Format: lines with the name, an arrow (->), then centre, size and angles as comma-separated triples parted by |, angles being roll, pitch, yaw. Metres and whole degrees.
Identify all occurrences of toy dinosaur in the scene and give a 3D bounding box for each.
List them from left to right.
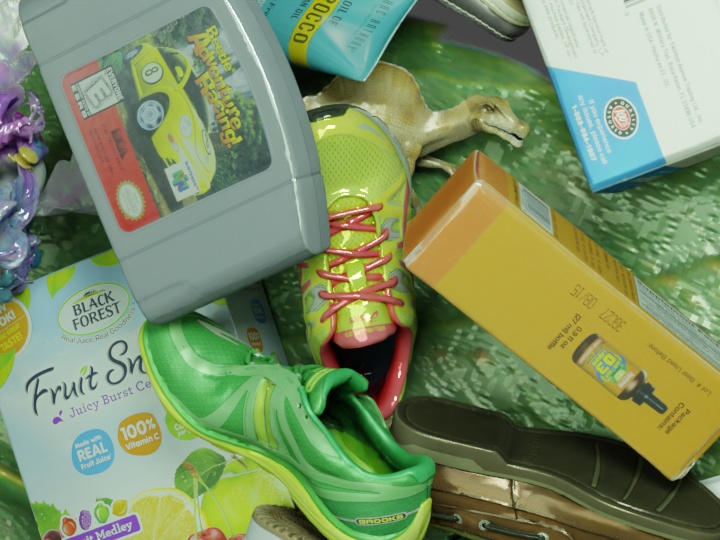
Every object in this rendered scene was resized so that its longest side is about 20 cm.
toy dinosaur -> -0.007, -0.076, 1.559 | 0.200, 0.058, 0.101 | 3, 121, -9

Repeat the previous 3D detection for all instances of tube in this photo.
tube -> -0.044, -0.145, 1.555 | 0.200, 0.050, 0.077 | 12, 66, 46

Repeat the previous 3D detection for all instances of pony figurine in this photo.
pony figurine -> -0.208, -0.054, 1.578 | 0.167, 0.200, 0.193 | 40, 122, -10

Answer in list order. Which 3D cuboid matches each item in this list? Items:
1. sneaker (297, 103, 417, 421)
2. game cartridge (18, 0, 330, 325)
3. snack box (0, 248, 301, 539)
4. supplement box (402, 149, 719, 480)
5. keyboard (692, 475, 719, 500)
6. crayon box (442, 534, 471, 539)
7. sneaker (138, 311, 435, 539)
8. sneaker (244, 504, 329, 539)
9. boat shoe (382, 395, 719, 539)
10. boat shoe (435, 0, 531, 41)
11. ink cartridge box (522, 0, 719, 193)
sneaker -> 0.000, 0.000, 1.519 | 0.078, 0.090, 0.200 | -12, 124, -1
game cartridge -> -0.097, -0.084, 1.484 | 0.133, 0.041, 0.200 | -24, 87, 24
snack box -> -0.125, 0.087, 1.626 | 0.169, 0.068, 0.200 | -22, 82, 20
supplement box -> 0.119, 0.025, 1.490 | 0.200, 0.069, 0.067 | 39, 105, -9
keyboard -> 0.175, 0.154, 1.540 | 0.200, 0.011, 0.056 | -18, 85, 21
crayon box -> 0.085, 0.261, 1.545 | 0.200, 0.058, 0.119 | 47, 113, 15
sneaker -> -0.035, 0.076, 1.510 | 0.200, 0.074, 0.084 | 36, 124, 16
sneaker -> 0.005, 0.220, 1.508 | 0.200, 0.070, 0.109 | 27, 102, 29
boat shoe -> 0.108, 0.131, 1.531 | 0.200, 0.072, 0.068 | 19, 115, 13
boat shoe -> 0.018, -0.183, 1.566 | 0.200, 0.072, 0.065 | 37, 109, 21
ink cartridge box -> 0.201, -0.143, 1.479 | 0.200, 0.084, 0.146 | -20, 84, 16
